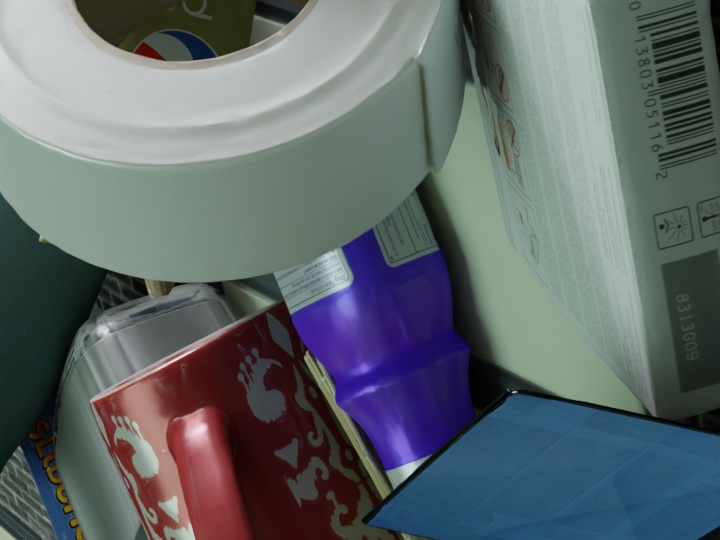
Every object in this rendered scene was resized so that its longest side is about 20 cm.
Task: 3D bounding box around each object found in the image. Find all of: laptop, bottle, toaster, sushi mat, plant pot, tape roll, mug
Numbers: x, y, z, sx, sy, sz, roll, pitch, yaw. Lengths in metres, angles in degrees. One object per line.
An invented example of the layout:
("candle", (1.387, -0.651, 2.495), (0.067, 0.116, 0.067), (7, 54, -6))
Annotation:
("laptop", (0.116, 0.138, 0.975), (0.201, 0.115, 0.187), (64, 157, 11))
("bottle", (0.000, 0.000, 1.175), (0.083, 0.065, 0.201), (-27, 85, 64))
("toaster", (-0.096, 0.098, 1.417), (0.130, 0.113, 0.200), (59, 155, 26))
("sushi mat", (0.033, 0.124, 1.221), (0.201, 0.012, 0.096), (62, -168, 15))
("plant pot", (-0.230, 0.003, 1.433), (0.200, 0.188, 0.200), (40, -176, -4))
("tape roll", (-0.058, -0.095, 1.034), (0.203, 0.202, 0.071), (51, 162, 35))
("mug", (-0.031, 0.123, 1.239), (0.201, 0.133, 0.177), (63, 162, -1))

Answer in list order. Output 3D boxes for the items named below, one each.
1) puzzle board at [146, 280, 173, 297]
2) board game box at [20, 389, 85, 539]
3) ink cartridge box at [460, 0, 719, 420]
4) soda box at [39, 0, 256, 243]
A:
("puzzle board", (-0.110, -0.105, 1.266), (0.151, 0.017, 0.201), (-68, -34, -69))
("board game box", (-0.138, 0.154, 1.565), (0.135, 0.034, 0.201), (-29, -83, -76))
("ink cartridge box", (0.086, -0.055, 0.989), (0.200, 0.047, 0.161), (-123, 19, -67))
("soda box", (-0.086, -0.106, 1.155), (0.068, 0.064, 0.202), (164, 116, -66))
